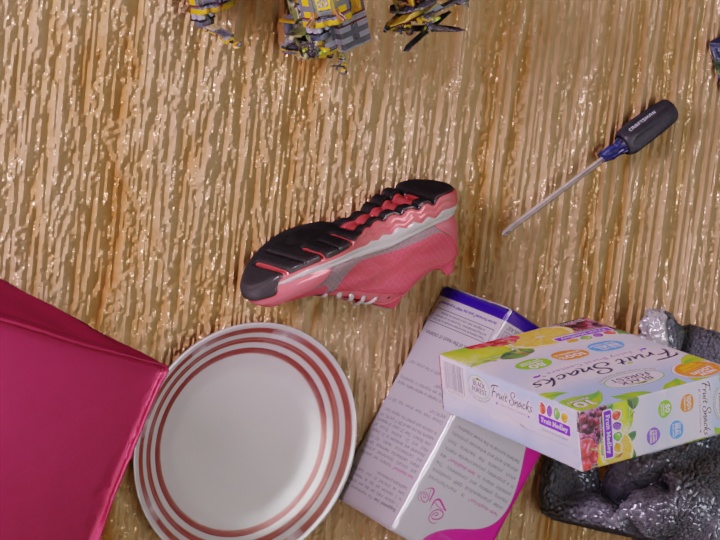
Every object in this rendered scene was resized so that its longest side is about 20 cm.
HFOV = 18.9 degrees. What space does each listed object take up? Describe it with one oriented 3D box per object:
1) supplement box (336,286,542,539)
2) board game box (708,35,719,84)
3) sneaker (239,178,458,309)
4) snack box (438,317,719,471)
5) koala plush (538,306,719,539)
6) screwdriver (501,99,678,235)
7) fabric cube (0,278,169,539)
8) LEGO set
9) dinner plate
[{"bbox_3d":[0.082,0.130,1.779,0.101,0.103,0.201,32,83,-32],"label":"supplement box"},{"bbox_3d":[0.426,-0.156,1.937,0.199,0.062,0.201,-32,115,-21],"label":"board game box"},{"bbox_3d":[0.000,0.000,1.716,0.199,0.074,0.087,-23,114,-24],"label":"sneaker"},{"bbox_3d":[0.169,0.090,1.644,0.141,0.200,0.053,-14,107,-26],"label":"snack box"},{"bbox_3d":[0.281,0.140,1.872,0.177,0.183,0.201,20,80,-33],"label":"koala plush"},{"bbox_3d":[0.191,-0.088,1.835,0.199,0.028,0.029,-31,85,-20],"label":"screwdriver"},{"bbox_3d":[-0.289,0.101,1.472,0.196,0.199,0.201,23,90,-46],"label":"fabric cube"},{"bbox_3d":[-0.031,-0.186,1.596,0.154,0.199,0.117,-34,121,-42],"label":"LEGO set"},{"bbox_3d":[-0.093,0.137,1.724,0.199,0.024,0.202,-9,107,-29],"label":"dinner plate"}]
